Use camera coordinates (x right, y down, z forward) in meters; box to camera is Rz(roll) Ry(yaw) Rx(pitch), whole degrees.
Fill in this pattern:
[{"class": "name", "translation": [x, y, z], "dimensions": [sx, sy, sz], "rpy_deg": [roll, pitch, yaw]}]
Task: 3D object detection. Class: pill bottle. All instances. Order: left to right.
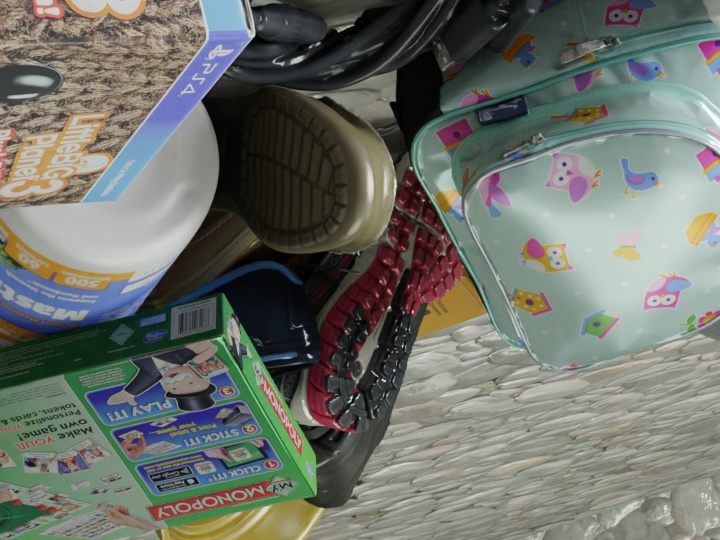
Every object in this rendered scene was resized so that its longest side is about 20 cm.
[{"class": "pill bottle", "translation": [-0.146, -0.023, 0.945], "dimensions": [0.111, 0.113, 0.200], "rpy_deg": [-8, 163, -23]}]

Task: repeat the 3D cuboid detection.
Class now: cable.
[{"class": "cable", "translation": [0.010, -0.133, 0.843], "dimensions": [0.162, 0.051, 0.200], "rpy_deg": [-5, 167, -15]}]

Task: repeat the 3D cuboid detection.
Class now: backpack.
[{"class": "backpack", "translation": [0.135, -0.058, 0.974], "dimensions": [0.199, 0.154, 0.176], "rpy_deg": [-24, 126, 6]}]

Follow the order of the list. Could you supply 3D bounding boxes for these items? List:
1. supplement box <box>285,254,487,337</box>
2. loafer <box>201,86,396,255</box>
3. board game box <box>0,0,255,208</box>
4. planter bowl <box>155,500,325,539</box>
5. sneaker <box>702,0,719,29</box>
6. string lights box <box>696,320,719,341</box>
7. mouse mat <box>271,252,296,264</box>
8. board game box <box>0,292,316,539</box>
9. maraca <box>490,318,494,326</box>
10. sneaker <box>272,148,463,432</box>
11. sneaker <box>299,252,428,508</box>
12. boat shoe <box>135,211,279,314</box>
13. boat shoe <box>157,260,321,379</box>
[{"class": "supplement box", "translation": [-0.019, 0.019, 1.281], "dimensions": [0.199, 0.069, 0.067], "rpy_deg": [-17, 149, 18]}, {"class": "loafer", "translation": [-0.028, -0.052, 0.930], "dimensions": [0.067, 0.077, 0.200], "rpy_deg": [1, -169, -26]}, {"class": "board game box", "translation": [-0.165, -0.092, 0.713], "dimensions": [0.199, 0.098, 0.159], "rpy_deg": [-6, 163, -28]}, {"class": "planter bowl", "translation": [-0.087, 0.091, 1.209], "dimensions": [0.083, 0.202, 0.200], "rpy_deg": [19, -175, 32]}, {"class": "sneaker", "translation": [0.226, -0.162, 0.886], "dimensions": [0.115, 0.081, 0.199], "rpy_deg": [-29, 166, 33]}, {"class": "string lights box", "translation": [0.266, -0.031, 1.172], "dimensions": [0.200, 0.059, 0.102], "rpy_deg": [-35, -142, -32]}, {"class": "mouse mat", "translation": [-0.087, 0.016, 1.168], "dimensions": [0.160, 0.008, 0.200], "rpy_deg": [-30, -178, 18]}, {"class": "board game box", "translation": [-0.136, 0.085, 0.965], "dimensions": [0.198, 0.029, 0.135], "rpy_deg": [-13, 137, 12]}, {"class": "maraca", "translation": [0.153, -0.019, 1.250], "dimensions": [0.137, 0.107, 0.200], "rpy_deg": [-34, 172, -36]}, {"class": "sneaker", "translation": [0.000, 0.000, 1.098], "dimensions": [0.074, 0.201, 0.081], "rpy_deg": [2, 136, 37]}, {"class": "sneaker", "translation": [-0.004, 0.051, 1.165], "dimensions": [0.075, 0.201, 0.091], "rpy_deg": [14, 147, 21]}, {"class": "boat shoe", "translation": [-0.102, -0.014, 1.092], "dimensions": [0.071, 0.065, 0.200], "rpy_deg": [-30, -179, -37]}, {"class": "boat shoe", "translation": [-0.114, 0.067, 1.025], "dimensions": [0.199, 0.069, 0.084], "rpy_deg": [-30, 167, 14]}]
